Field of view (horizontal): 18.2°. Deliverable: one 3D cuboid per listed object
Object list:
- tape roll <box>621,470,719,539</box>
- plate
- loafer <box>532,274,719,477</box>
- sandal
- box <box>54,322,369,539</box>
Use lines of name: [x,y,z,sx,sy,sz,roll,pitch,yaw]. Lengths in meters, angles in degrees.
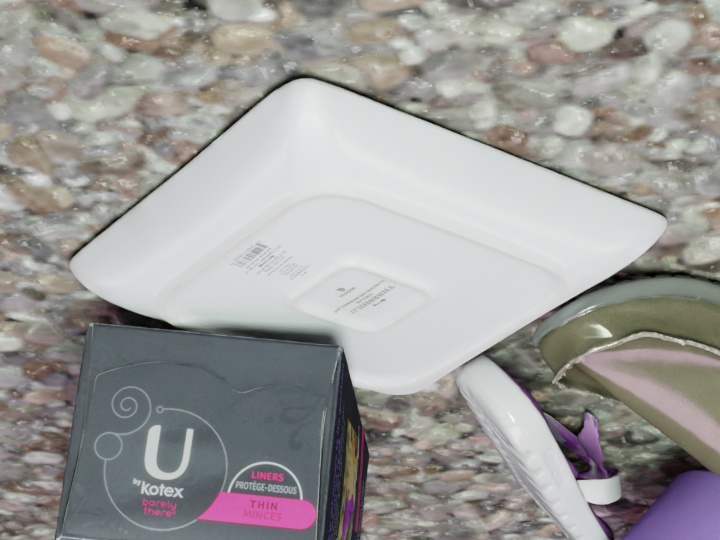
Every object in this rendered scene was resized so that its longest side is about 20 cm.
tape roll: [0.213,0.191,1.114,0.200,0.066,0.200,40,163,15]
plate: [0.000,0.000,0.996,0.199,0.032,0.199,20,147,-30]
loafer: [0.173,0.056,1.047,0.199,0.070,0.075,13,149,-22]
sandal: [0.104,0.095,1.134,0.050,0.083,0.203,-39,151,-3]
box: [-0.064,0.109,1.078,0.122,0.106,0.200,4,160,6]
